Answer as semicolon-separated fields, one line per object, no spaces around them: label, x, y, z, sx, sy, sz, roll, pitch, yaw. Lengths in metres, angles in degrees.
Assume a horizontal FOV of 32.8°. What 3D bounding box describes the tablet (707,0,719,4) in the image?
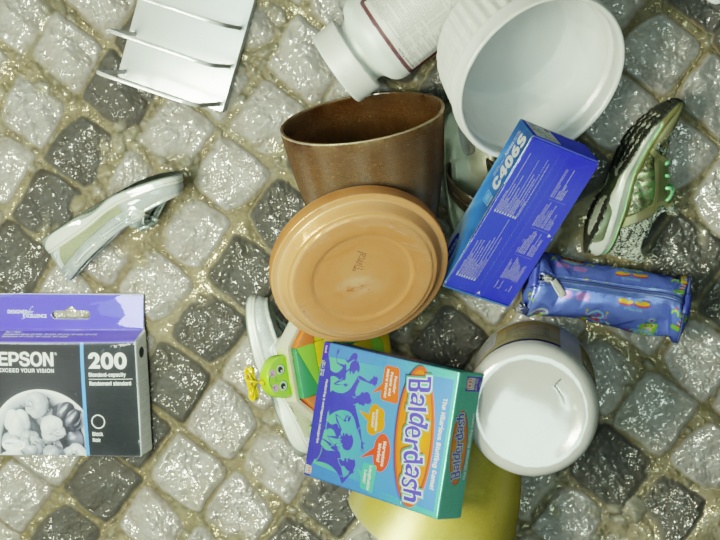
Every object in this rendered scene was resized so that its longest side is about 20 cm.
tablet;0.355;-0.405;1.365;0.199;0.014;0.131;34;101;3

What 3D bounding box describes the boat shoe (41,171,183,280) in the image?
boat shoe;-0.291;-0.058;1.474;0.200;0.074;0.065;-27;99;14

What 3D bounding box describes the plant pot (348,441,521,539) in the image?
plant pot;0.105;0.249;1.396;0.198;0.200;0.143;30;97;3

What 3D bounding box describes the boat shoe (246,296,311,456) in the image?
boat shoe;-0.083;0.121;1.461;0.064;0.074;0.204;-20;98;4

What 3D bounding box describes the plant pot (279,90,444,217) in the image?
plant pot;0.017;-0.079;1.387;0.184;0.187;0.203;-6;113;9

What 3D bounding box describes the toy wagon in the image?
toy wagon;-0.044;0.110;1.412;0.039;0.198;0.158;-3;99;49

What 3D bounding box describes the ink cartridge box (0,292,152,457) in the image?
ink cartridge box;-0.362;0.130;1.522;0.195;0.043;0.203;-1;96;8

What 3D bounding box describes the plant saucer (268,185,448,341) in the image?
plant saucer;0.000;0.000;1.324;0.197;0.032;0.202;-8;128;-10

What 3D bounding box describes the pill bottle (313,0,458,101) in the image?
pill bottle;0.051;-0.286;1.373;0.199;0.110;0.110;-36;92;11

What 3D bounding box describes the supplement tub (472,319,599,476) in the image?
supplement tub;0.192;0.135;1.364;0.142;0.200;0.147;1;97;9

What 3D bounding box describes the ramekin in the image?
ramekin;0.176;-0.231;1.327;0.197;0.106;0.202;-13;133;-14

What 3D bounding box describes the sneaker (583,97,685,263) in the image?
sneaker;0.328;-0.097;1.389;0.088;0.077;0.202;22;106;-9

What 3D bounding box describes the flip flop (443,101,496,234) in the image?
flip flop;0.134;-0.102;1.413;0.080;0.058;0.203;-9;96;9

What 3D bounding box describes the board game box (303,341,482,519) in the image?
board game box;0.032;0.168;1.318;0.198;0.045;0.155;8;90;42

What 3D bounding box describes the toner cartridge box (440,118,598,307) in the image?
toner cartridge box;0.170;-0.061;1.354;0.094;0.043;0.201;18;116;-25

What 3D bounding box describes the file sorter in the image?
file sorter;-0.205;-0.300;1.400;0.137;0.125;0.203;18;99;4

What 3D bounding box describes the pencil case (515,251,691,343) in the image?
pencil case;0.280;0.029;1.397;0.197;0.087;0.079;10;83;5
